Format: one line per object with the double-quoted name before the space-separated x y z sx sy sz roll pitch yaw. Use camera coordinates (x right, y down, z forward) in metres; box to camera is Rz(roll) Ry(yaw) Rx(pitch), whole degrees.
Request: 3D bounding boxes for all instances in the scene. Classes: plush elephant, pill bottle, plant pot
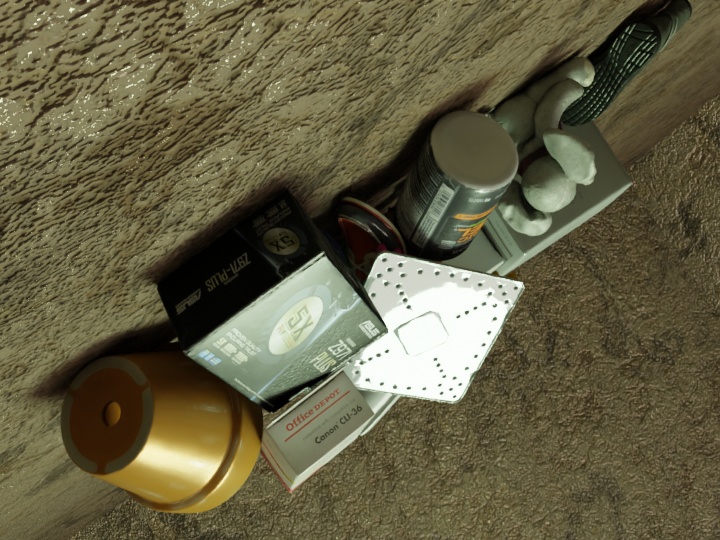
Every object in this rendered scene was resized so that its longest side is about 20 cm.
"plush elephant" 0.230 -0.144 1.095 0.198 0.156 0.165 -28 170 -40
"pill bottle" 0.100 -0.082 1.020 0.105 0.107 0.201 -29 162 -28
"plant pot" -0.239 0.176 1.015 0.198 0.203 0.183 -35 157 10

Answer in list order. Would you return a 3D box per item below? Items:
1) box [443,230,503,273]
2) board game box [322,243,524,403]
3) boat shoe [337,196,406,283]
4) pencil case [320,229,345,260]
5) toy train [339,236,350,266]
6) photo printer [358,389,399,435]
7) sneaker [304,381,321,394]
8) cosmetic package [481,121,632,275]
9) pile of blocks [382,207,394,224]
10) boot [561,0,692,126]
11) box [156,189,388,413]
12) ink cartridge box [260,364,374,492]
"box" 0.102 -0.016 1.344 0.105 0.154 0.200 -31 171 -24
"board game box" 0.073 0.069 1.069 0.196 0.026 0.203 11 123 -22
"boat shoe" 0.018 -0.010 1.051 0.063 0.070 0.201 -54 143 -17
"pencil case" -0.097 0.029 1.066 0.086 0.079 0.200 -25 167 -43
"toy train" -0.023 0.009 1.098 0.057 0.041 0.203 -56 -170 53
"photo printer" 0.049 0.123 1.215 0.201 0.069 0.166 -49 178 4
"sneaker" -0.026 0.083 1.200 0.201 0.074 0.080 -50 -159 29
"cosmetic package" 0.254 -0.123 1.297 0.198 0.167 0.165 -32 173 -12
"pile of blocks" 0.096 -0.094 1.159 0.081 0.063 0.199 22 142 -26
"boot" 0.355 -0.277 1.184 0.130 0.068 0.200 -35 176 -40
"box" -0.082 0.041 0.899 0.162 0.087 0.200 -34 147 2
"ink cartridge box" -0.052 0.189 1.032 0.116 0.068 0.201 -36 168 -18
